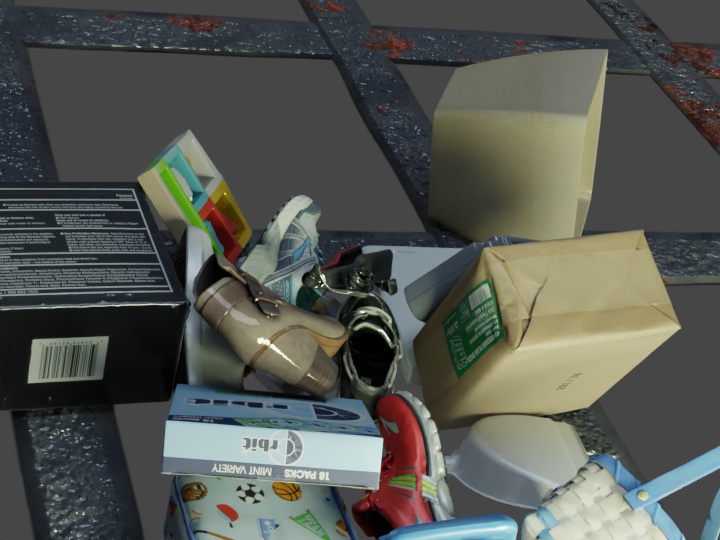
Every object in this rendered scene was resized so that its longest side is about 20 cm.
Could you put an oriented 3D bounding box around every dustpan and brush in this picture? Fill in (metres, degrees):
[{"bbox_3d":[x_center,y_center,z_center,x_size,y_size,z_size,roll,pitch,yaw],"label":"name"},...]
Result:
[{"bbox_3d":[0.110,0.175,1.386,0.198,0.058,0.140,14,22,-13],"label":"dustpan and brush"}]

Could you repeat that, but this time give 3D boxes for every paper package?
[{"bbox_3d":[0.167,0.060,1.414,0.188,0.200,0.105,-7,66,-25],"label":"paper package"}]

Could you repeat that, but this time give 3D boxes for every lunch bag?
[{"bbox_3d":[-0.068,0.236,1.205,0.158,0.076,0.201,2,35,-22],"label":"lunch bag"}]

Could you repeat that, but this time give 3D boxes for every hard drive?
[{"bbox_3d":[0.084,0.045,1.577,0.130,0.026,0.201,2,37,-19],"label":"hard drive"}]

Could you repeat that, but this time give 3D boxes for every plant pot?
[{"bbox_3d":[0.177,-0.137,1.737,0.175,0.202,0.201,10,33,13],"label":"plant pot"}]

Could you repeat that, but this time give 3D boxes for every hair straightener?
[{"bbox_3d":[0.000,0.000,1.488,0.076,0.041,0.200,9,4,17],"label":"hair straightener"}]

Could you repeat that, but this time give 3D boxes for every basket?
[{"bbox_3d":[0.223,0.228,1.234,0.198,0.178,0.140,-15,46,-23],"label":"basket"}]

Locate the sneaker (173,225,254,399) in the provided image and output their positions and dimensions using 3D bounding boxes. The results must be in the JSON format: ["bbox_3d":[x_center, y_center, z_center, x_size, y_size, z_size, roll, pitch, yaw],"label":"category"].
[{"bbox_3d":[-0.133,0.055,1.411,0.084,0.073,0.202,4,63,-21],"label":"sneaker"}]

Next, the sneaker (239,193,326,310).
[{"bbox_3d":[-0.072,0.000,1.526,0.086,0.078,0.201,34,37,-3],"label":"sneaker"}]

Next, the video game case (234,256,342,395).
[{"bbox_3d":[-0.078,0.052,1.512,0.142,0.018,0.200,-17,46,-39],"label":"video game case"}]

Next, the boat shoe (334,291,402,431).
[{"bbox_3d":[0.011,0.072,1.444,0.070,0.064,0.201,10,34,-7],"label":"boat shoe"}]

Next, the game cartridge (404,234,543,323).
[{"bbox_3d":[0.141,0.016,1.482,0.199,0.133,0.042,5,55,-48],"label":"game cartridge"}]

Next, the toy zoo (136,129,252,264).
[{"bbox_3d":[-0.163,-0.069,1.547,0.020,0.132,0.200,-28,12,14],"label":"toy zoo"}]

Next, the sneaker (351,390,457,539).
[{"bbox_3d":[0.032,0.188,1.292,0.084,0.077,0.202,-6,50,-9],"label":"sneaker"}]

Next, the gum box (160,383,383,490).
[{"bbox_3d":[-0.074,0.134,1.241,0.168,0.045,0.200,6,4,-4],"label":"gum box"}]

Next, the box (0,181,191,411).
[{"bbox_3d":[-0.280,0.020,1.387,0.198,0.124,0.199,-1,37,-23],"label":"box"}]

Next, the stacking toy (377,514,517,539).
[{"bbox_3d":[0.077,0.294,1.143,0.108,0.116,0.202,-8,67,-1],"label":"stacking toy"}]

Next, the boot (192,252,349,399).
[{"bbox_3d":[-0.084,0.040,1.358,0.146,0.070,0.200,40,5,-10],"label":"boot"}]
